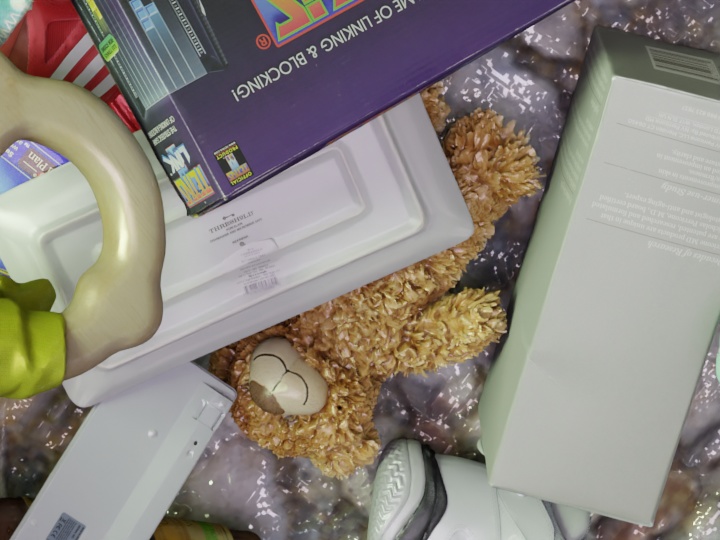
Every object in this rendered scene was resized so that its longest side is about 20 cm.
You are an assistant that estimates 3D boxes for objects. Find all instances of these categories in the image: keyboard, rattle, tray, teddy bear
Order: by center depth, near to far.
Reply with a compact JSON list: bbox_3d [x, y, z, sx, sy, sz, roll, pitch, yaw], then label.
[{"bbox_3d":[-0.162,-0.051,1.061,0.129,0.143,0.201,-23,98,-7],"label":"rattle"},{"bbox_3d":[-0.057,-0.020,1.115,0.199,0.022,0.108,-24,110,2],"label":"tray"},{"bbox_3d":[-0.129,0.126,1.148,0.056,0.011,0.201,34,82,-15],"label":"keyboard"},{"bbox_3d":[0.000,0.000,1.166,0.200,0.067,0.145,-42,100,11],"label":"teddy bear"}]

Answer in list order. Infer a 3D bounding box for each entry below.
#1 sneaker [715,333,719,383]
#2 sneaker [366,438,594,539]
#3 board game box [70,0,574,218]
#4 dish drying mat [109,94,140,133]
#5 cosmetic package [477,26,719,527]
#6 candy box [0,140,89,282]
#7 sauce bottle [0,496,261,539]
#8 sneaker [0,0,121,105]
[{"bbox_3d":[0.204,-0.027,1.080,0.077,0.201,0.141,11,124,1],"label":"sneaker"},{"bbox_3d":[0.056,0.183,1.220,0.114,0.075,0.202,5,104,1],"label":"sneaker"},{"bbox_3d":[-0.024,-0.142,1.063,0.199,0.057,0.166,-31,92,-22],"label":"board game box"},{"bbox_3d":[-0.029,-0.126,1.136,0.199,0.018,0.077,-34,97,3],"label":"dish drying mat"},{"bbox_3d":[0.118,0.002,1.149,0.089,0.107,0.202,12,109,-4],"label":"cosmetic package"},{"bbox_3d":[-0.233,-0.021,1.151,0.169,0.077,0.200,39,102,-14],"label":"candy box"},{"bbox_3d":[-0.141,0.140,1.181,0.199,0.065,0.065,10,109,-25],"label":"sauce bottle"},{"bbox_3d":[-0.116,-0.166,1.104,0.115,0.078,0.202,16,85,-25],"label":"sneaker"}]
